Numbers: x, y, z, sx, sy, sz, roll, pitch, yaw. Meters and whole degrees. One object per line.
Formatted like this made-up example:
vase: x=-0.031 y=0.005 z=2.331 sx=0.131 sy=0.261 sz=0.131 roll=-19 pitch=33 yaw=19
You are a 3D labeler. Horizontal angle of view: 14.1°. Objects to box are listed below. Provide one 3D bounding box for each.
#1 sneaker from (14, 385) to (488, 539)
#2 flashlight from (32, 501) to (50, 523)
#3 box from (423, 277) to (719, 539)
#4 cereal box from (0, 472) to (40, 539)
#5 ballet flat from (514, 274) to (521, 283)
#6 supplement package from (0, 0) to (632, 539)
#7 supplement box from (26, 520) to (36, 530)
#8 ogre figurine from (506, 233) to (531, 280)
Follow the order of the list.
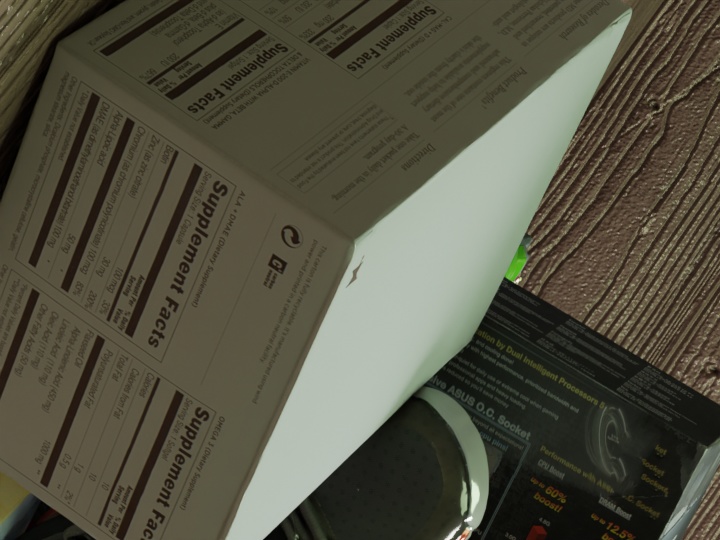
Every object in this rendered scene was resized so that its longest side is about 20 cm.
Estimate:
sneaker: x=-0.049 y=0.099 z=1.036 sx=0.199 sy=0.077 sz=0.082 roll=-22 pitch=176 yaw=24
flashlight: x=-0.081 y=0.047 z=1.257 sx=0.068 sy=0.068 sz=0.200 roll=-59 pitch=173 yaw=32
box: x=0.020 y=0.075 z=1.101 sx=0.050 sy=0.200 sz=0.158 roll=-27 pitch=144 yaw=-64
cereal box: x=-0.189 y=0.154 z=1.090 sx=0.144 sy=0.039 sz=0.200 roll=-48 pitch=171 yaw=-49
ballet flat: x=0.011 y=0.057 z=1.359 sx=0.200 sy=0.075 sz=0.064 roll=-52 pitch=-160 yaw=16
supplement package: x=-0.024 y=-0.019 z=0.945 sx=0.200 sy=0.111 sz=0.156 roll=-40 pitch=159 yaw=-52
supplement box: x=-0.104 y=0.137 z=1.262 sx=0.200 sy=0.101 sz=0.104 roll=-49 pitch=143 yaw=-54
ogre figurine: x=0.000 y=0.000 z=1.226 sx=0.120 sy=0.098 sz=0.200 roll=-32 pitch=138 yaw=12
